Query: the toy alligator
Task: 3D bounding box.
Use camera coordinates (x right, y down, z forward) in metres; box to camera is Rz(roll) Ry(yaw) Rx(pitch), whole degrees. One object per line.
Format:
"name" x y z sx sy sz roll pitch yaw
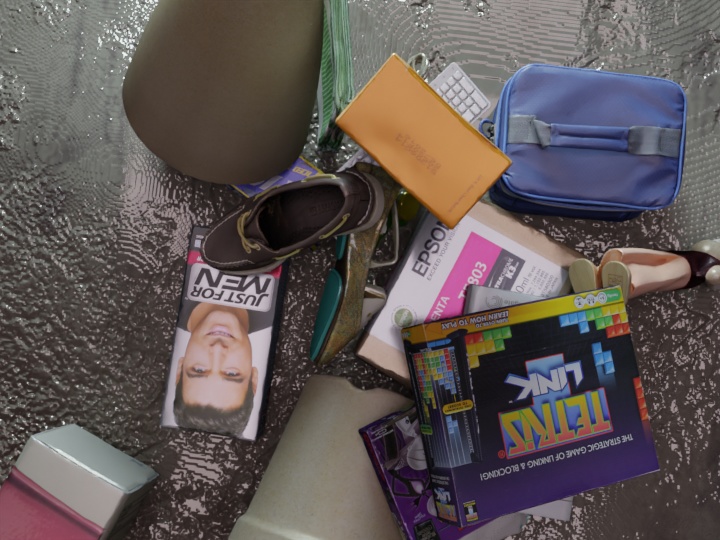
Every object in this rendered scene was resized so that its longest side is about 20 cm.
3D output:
"toy alligator" 0.048 -0.117 0.927 0.059 0.054 0.202 16 89 37

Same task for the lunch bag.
"lunch bag" 0.213 -0.127 0.891 0.198 0.132 0.138 4 86 0

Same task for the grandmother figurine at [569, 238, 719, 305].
"grandmother figurine" 0.304 -0.001 0.881 0.198 0.121 0.061 -9 108 -35

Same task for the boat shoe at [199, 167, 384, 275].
"boat shoe" -0.075 -0.043 0.823 0.198 0.059 0.073 -16 84 29

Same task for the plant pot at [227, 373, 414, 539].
"plant pot" -0.014 0.205 0.854 0.198 0.201 0.185 17 75 1

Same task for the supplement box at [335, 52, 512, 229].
"supplement box" 0.053 -0.109 0.772 0.126 0.200 0.074 42 97 -3

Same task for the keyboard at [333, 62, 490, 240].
"keyboard" 0.036 -0.113 0.876 0.200 0.011 0.056 -43 87 4

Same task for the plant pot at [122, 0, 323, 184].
"plant pot" -0.108 -0.212 0.809 0.185 0.200 0.189 10 57 -16

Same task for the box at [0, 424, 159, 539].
"box" -0.300 0.265 0.866 0.108 0.128 0.201 29 86 2

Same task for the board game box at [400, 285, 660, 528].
"board game box" 0.146 0.111 0.775 0.198 0.057 0.167 -10 84 -20

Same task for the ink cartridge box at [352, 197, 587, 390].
"ink cartridge box" 0.107 0.036 0.909 0.164 0.075 0.201 28 87 0

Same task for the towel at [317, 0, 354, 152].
"towel" -0.029 -0.203 0.861 0.023 0.200 0.154 -3 86 -6

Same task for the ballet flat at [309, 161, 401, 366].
"ballet flat" 0.000 0.000 0.857 0.070 0.071 0.202 12 101 1

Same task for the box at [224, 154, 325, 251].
"box" -0.108 -0.107 0.923 0.199 0.064 0.070 37 87 1

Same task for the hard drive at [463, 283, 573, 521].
"hard drive" 0.150 0.124 0.854 0.130 0.027 0.202 11 86 -3

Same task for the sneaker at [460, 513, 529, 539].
"sneaker" 0.151 0.216 0.909 0.200 0.075 0.089 -47 108 -6

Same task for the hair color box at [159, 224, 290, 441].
"hair color box" -0.134 0.063 0.914 0.098 0.061 0.202 8 87 1

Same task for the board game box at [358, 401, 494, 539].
"board game box" 0.108 0.155 0.799 0.198 0.032 0.121 -23 94 -20
